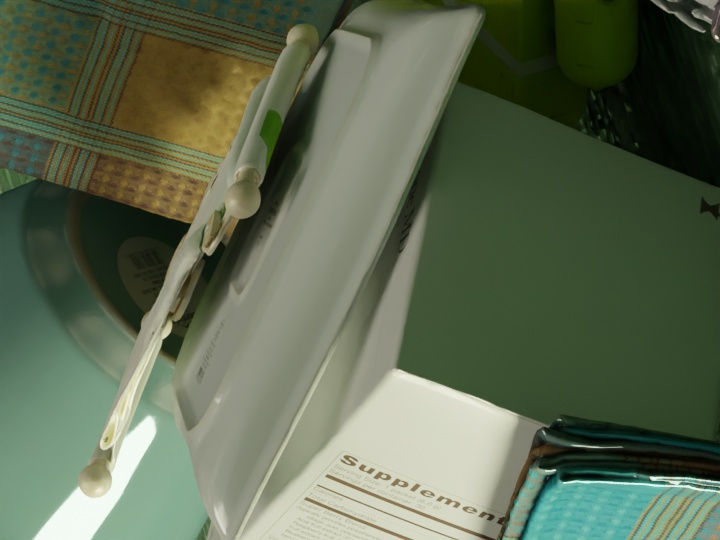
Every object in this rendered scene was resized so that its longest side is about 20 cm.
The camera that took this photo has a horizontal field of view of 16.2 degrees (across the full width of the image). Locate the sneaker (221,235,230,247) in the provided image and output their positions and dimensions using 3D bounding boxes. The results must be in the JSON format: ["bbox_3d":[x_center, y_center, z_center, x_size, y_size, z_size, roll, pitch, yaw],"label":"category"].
[{"bbox_3d":[-0.050,-0.003,1.291,0.076,0.104,0.201,58,159,31],"label":"sneaker"}]

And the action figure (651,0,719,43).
[{"bbox_3d":[0.066,-0.142,0.813,0.200,0.069,0.131,36,123,42],"label":"action figure"}]

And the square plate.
[{"bbox_3d":[-0.023,-0.012,0.919,0.199,0.028,0.200,-64,10,3],"label":"square plate"}]

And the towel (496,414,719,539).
[{"bbox_3d":[0.114,0.110,0.859,0.200,0.146,0.022,104,174,-60],"label":"towel"}]

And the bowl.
[{"bbox_3d":[-0.120,0.032,1.163,0.105,0.200,0.201,-42,61,28],"label":"bowl"}]

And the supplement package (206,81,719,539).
[{"bbox_3d":[0.036,0.046,0.915,0.200,0.119,0.122,130,158,-54],"label":"supplement package"}]

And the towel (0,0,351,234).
[{"bbox_3d":[-0.090,-0.099,1.044,0.200,0.146,0.022,118,165,-49],"label":"towel"}]

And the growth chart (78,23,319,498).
[{"bbox_3d":[-0.065,-0.006,0.991,0.145,0.018,0.200,-71,9,-49],"label":"growth chart"}]

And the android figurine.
[{"bbox_3d":[0.048,-0.131,0.961,0.182,0.041,0.201,-131,30,-49],"label":"android figurine"}]
